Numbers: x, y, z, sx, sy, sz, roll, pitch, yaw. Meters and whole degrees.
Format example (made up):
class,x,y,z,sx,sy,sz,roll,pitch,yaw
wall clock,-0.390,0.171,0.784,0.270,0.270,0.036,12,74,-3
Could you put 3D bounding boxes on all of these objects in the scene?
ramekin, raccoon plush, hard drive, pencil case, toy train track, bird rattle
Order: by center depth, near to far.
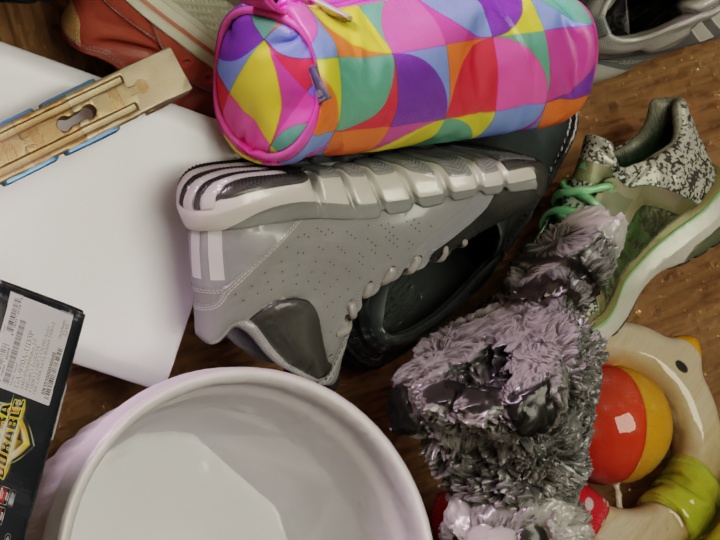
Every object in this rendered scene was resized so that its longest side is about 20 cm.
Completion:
class,x,y,z,sx,sy,sz,roll,pitch,yaw
toy train track,-0.170,-0.048,1.301,0.200,0.033,0.115,-28,88,-22
hard drive,-0.166,-0.036,1.334,0.200,0.025,0.132,19,88,-20
ramekin,-0.074,0.147,1.344,0.200,0.105,0.200,4,82,-30
pencil case,0.022,-0.100,1.366,0.200,0.088,0.088,-9,88,-42
raccoon plush,0.102,0.077,1.384,0.200,0.097,0.134,-41,124,-32
bird rattle,0.126,0.107,1.491,0.200,0.113,0.163,-1,73,-17

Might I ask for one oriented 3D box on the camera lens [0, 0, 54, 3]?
class,x,y,z,sx,sy,sz,roll,pitch,yaw
camera lens,-0.173,-0.231,1.302,0.160,0.160,0.200,10,79,-29

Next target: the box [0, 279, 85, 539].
class,x,y,z,sx,sy,sz,roll,pitch,yaw
box,-0.199,0.092,1.224,0.046,0.200,0.159,22,74,-29

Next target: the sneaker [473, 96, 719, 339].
class,x,y,z,sx,sy,sz,roll,pitch,yaw
sneaker,0.117,-0.026,1.484,0.200,0.077,0.089,-39,122,-35

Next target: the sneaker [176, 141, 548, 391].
class,x,y,z,sx,sy,sz,roll,pitch,yaw
sneaker,0.000,0.000,1.375,0.200,0.075,0.116,-6,104,-29

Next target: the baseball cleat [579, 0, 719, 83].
class,x,y,z,sx,sy,sz,roll,pitch,yaw
baseball cleat,0.185,-0.153,1.525,0.200,0.106,0.070,-34,99,-33

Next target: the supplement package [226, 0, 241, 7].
class,x,y,z,sx,sy,sz,roll,pitch,yaw
supplement package,0.035,-0.201,1.440,0.200,0.121,0.120,-9,89,-30

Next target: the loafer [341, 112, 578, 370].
class,x,y,z,sx,sy,sz,roll,pitch,yaw
loafer,0.054,-0.026,1.459,0.068,0.070,0.201,49,64,-17

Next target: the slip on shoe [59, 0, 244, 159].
class,x,y,z,sx,sy,sz,roll,pitch,yaw
slip on shoe,-0.068,-0.087,1.407,0.200,0.061,0.074,38,22,-31
